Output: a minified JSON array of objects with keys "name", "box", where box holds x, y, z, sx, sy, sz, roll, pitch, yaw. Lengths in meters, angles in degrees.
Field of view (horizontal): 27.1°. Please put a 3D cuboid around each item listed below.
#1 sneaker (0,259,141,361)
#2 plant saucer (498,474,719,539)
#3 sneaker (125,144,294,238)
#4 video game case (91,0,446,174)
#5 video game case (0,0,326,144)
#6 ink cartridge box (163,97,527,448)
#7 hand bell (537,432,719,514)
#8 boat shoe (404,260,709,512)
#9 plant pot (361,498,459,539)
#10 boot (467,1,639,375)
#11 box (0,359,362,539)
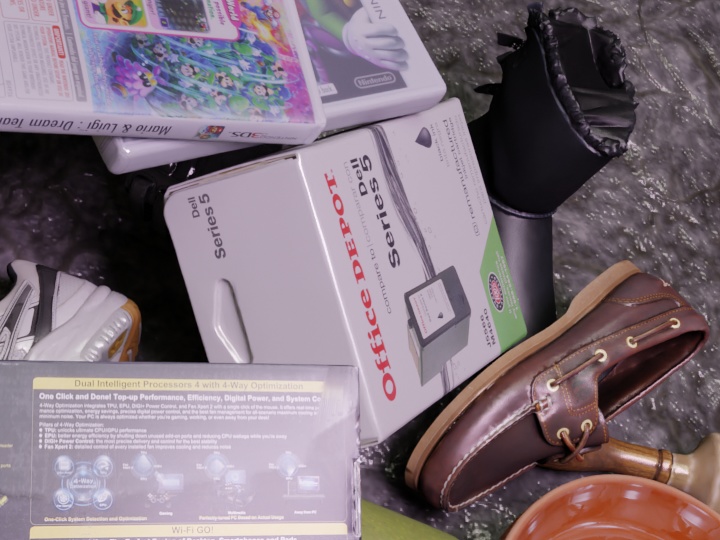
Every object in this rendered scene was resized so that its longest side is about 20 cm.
[{"name":"sneaker","box":[-0.194,0.073,0.738,0.088,0.076,0.200,28,46,10]},{"name":"plant saucer","box":[0.144,0.201,0.748,0.200,0.032,0.201,14,54,-20]},{"name":"sneaker","box":[-0.086,-0.012,0.844,0.099,0.071,0.201,3,68,-4]},{"name":"video game case","box":[-0.072,-0.145,0.736,0.200,0.023,0.182,-16,72,-38]},{"name":"video game case","box":[-0.119,-0.149,0.678,0.182,0.024,0.200,0,63,-32]},{"name":"ink cartridge box","box":[0.000,0.000,0.785,0.200,0.084,0.146,-28,103,-60]},{"name":"hand bell","box":[0.172,0.115,0.885,0.199,0.104,0.104,13,54,-4]},{"name":"boat shoe","box":[0.115,0.071,0.839,0.200,0.070,0.070,-39,62,-21]},{"name":"plant pot","box":[-0.044,0.166,0.685,0.190,0.200,0.200,16,54,-31]},{"name":"boot","box":[0.108,-0.045,0.892,0.073,0.162,0.199,4,60,-27]},{"name":"box","box":[-0.099,0.113,0.525,0.199,0.049,0.162,1,80,-15]}]
